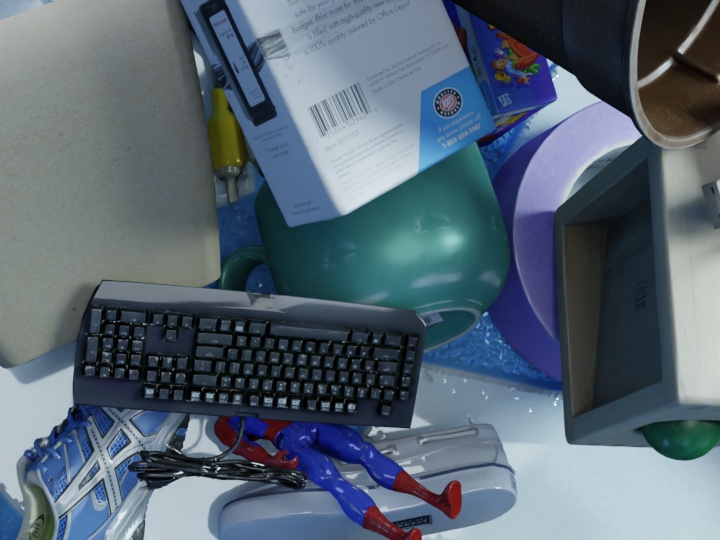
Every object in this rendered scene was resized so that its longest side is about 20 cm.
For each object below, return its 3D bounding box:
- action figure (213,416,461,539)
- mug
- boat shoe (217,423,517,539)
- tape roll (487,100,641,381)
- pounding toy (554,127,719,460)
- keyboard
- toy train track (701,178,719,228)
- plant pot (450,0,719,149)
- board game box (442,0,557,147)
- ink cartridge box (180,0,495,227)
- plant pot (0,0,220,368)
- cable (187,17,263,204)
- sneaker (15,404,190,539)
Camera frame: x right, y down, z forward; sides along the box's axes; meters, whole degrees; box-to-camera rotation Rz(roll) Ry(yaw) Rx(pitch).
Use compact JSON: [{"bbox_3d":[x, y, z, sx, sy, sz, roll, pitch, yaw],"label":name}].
[{"bbox_3d":[-0.031,0.108,0.785,0.199,0.052,0.065,25,59,30],"label":"action figure"},{"bbox_3d":[0.011,-0.003,0.799,0.151,0.185,0.115,-5,66,-33],"label":"mug"},{"bbox_3d":[0.002,0.144,0.827,0.198,0.074,0.066,-6,53,-8],"label":"boat shoe"},{"bbox_3d":[0.187,-0.017,0.876,0.198,0.085,0.202,2,82,-14],"label":"tape roll"},{"bbox_3d":[0.210,0.043,0.750,0.141,0.184,0.202,3,74,-12],"label":"pounding toy"},{"bbox_3d":[-0.065,0.074,0.713,0.198,0.021,0.128,6,107,-13],"label":"keyboard"},{"bbox_3d":[0.265,-0.051,0.675,0.199,0.032,0.116,-11,83,-35],"label":"toy train track"},{"bbox_3d":[0.126,-0.198,0.665,0.198,0.201,0.200,33,73,33],"label":"plant pot"},{"bbox_3d":[0.063,-0.190,0.842,0.044,0.134,0.202,-15,86,-15],"label":"board game box"},{"bbox_3d":[-0.024,-0.140,0.667,0.116,0.068,0.201,-30,102,-27],"label":"ink cartridge box"},{"bbox_3d":[-0.187,-0.054,0.747,0.199,0.200,0.178,-23,101,-15],"label":"plant pot"},{"bbox_3d":[-0.085,-0.149,0.844,0.097,0.050,0.201,-23,90,-16],"label":"cable"},{"bbox_3d":[-0.164,0.114,0.771,0.077,0.075,0.202,24,74,-38],"label":"sneaker"}]
